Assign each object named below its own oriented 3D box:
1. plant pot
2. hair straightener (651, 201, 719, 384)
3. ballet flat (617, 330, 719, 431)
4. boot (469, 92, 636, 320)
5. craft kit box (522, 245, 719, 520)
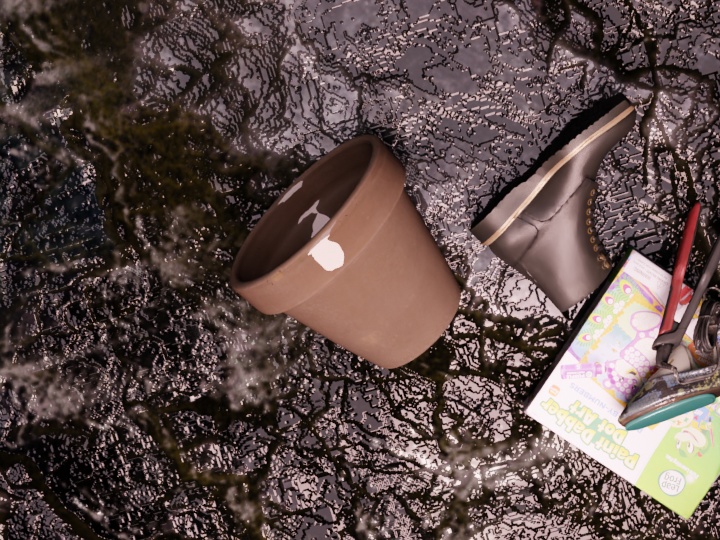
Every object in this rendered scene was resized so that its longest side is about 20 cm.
[{"bbox_3d":[0.000,0.000,1.319,0.200,0.200,0.175,-42,109,8],"label":"plant pot"},{"bbox_3d":[0.329,0.026,1.297,0.076,0.041,0.201,19,56,7],"label":"hair straightener"},{"bbox_3d":[0.337,0.097,1.315,0.198,0.074,0.075,-17,95,5],"label":"ballet flat"},{"bbox_3d":[0.224,-0.062,1.342,0.138,0.078,0.200,45,111,-5],"label":"boot"},{"bbox_3d":[0.297,0.112,1.366,0.199,0.049,0.198,32,101,1],"label":"craft kit box"}]
